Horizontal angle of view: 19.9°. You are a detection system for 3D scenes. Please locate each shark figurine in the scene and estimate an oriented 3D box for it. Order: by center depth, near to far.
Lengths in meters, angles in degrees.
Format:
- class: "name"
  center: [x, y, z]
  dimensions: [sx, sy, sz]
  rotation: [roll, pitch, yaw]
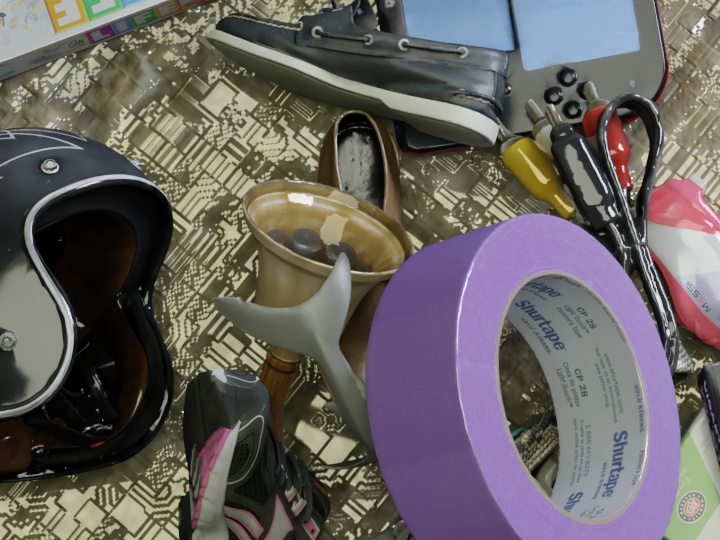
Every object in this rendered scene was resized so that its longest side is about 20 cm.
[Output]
- class: "shark figurine"
  center: [0.004, 0.083, 1.136]
  dimensions: [0.089, 0.214, 0.129]
  rotation: [-20, 65, 26]

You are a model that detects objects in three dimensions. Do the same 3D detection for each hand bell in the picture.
- class: "hand bell"
  center: [-0.049, 0.058, 1.215]
  dimensions: [0.104, 0.104, 0.201]
  rotation: [24, 116, 7]

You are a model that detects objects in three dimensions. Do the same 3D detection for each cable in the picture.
- class: "cable"
  center: [0.156, -0.025, 1.235]
  dimensions: [0.097, 0.050, 0.201]
  rotation: [-22, 77, -4]

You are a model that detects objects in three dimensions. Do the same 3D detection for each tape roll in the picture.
- class: "tape roll"
  center: [0.092, 0.074, 1.113]
  dimensions: [0.065, 0.199, 0.201]
  rotation: [-19, 76, 39]

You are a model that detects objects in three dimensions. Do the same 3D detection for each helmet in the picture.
- class: "helmet"
  center: [-0.204, 0.015, 1.205]
  dimensions: [0.199, 0.200, 0.192]
  rotation: [-9, 71, 1]

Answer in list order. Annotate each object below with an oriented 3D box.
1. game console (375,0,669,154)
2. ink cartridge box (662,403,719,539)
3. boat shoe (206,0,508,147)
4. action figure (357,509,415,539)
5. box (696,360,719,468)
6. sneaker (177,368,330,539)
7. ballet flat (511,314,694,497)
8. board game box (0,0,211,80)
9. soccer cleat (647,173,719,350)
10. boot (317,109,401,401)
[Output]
- class: "game console"
  center: [0.097, -0.181, 1.304]
  dimensions: [0.176, 0.031, 0.201]
  rotation: [-8, 79, 1]
- class: "ink cartridge box"
  center: [0.271, 0.158, 1.212]
  dimensions: [0.200, 0.067, 0.117]
  rotation: [35, 82, 9]
- class: "boat shoe"
  center: [0.001, -0.136, 1.266]
  dimensions: [0.198, 0.074, 0.066]
  rotation: [19, 84, 25]
- class: "action figure"
  center: [0.080, 0.192, 1.194]
  dimensions: [0.199, 0.130, 0.070]
  rotation: [16, 56, 1]
- class: "box"
  center: [0.311, 0.128, 1.158]
  dimensions: [0.199, 0.050, 0.200]
  rotation: [-12, 79, -1]
- class: "sneaker"
  center: [-0.059, 0.124, 1.186]
  dimensions: [0.086, 0.200, 0.081]
  rotation: [-3, 56, -10]
- class: "ballet flat"
  center: [0.121, 0.109, 1.226]
  dimensions: [0.200, 0.068, 0.075]
  rotation: [-42, 65, -7]
- class: "board game box"
  center: [-0.167, -0.220, 1.323]
  dimensions: [0.199, 0.034, 0.135]
  rotation: [-21, 79, -1]
- class: "soccer cleat"
  center: [0.235, 0.030, 1.244]
  dimensions: [0.076, 0.067, 0.200]
  rotation: [-42, 78, 7]
- class: "boot"
  center: [0.000, 0.000, 1.253]
  dimensions: [0.073, 0.075, 0.201]
  rotation: [-5, 80, 0]
